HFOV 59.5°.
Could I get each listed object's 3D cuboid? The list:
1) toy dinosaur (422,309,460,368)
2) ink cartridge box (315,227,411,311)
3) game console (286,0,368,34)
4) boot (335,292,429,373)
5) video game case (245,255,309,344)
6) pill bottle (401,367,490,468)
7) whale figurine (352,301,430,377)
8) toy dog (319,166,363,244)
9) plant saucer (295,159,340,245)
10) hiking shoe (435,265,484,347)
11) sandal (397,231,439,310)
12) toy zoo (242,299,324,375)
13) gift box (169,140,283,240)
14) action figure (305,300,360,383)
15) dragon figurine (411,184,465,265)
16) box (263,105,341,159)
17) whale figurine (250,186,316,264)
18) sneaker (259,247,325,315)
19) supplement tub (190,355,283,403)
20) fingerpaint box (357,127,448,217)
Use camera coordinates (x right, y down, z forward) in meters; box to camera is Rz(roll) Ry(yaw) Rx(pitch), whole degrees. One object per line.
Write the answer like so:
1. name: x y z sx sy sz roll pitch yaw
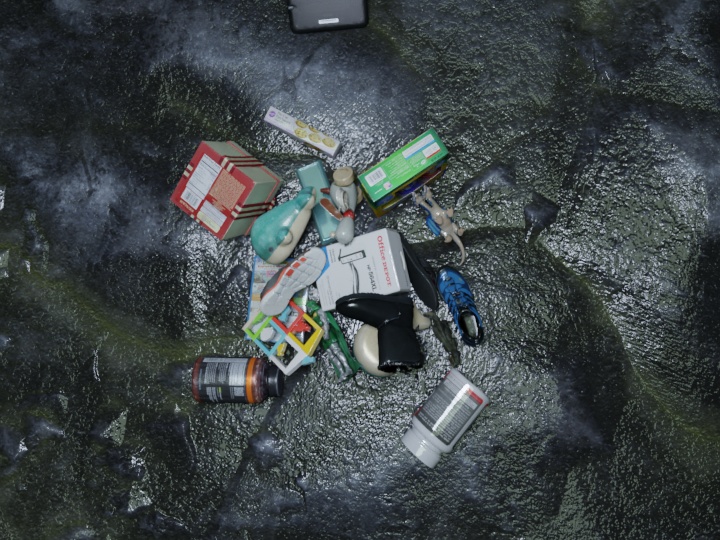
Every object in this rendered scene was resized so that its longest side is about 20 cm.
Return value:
1. toy dinosaur: 0.183 0.135 1.430 0.047 0.089 0.201 -27 125 11
2. ink cartridge box: 0.000 0.000 1.445 0.198 0.084 0.148 -17 82 22
3. game console: -0.082 -0.698 1.582 0.197 0.117 0.178 -4 114 4
4. boot: 0.046 0.137 1.361 0.195 0.073 0.165 4 63 -21
5. video game case: -0.196 0.071 1.513 0.141 0.018 0.203 5 85 5
6. pill bottle: 0.187 0.330 1.409 0.114 0.114 0.201 39 88 7
7. whale figurine: 0.069 0.159 1.457 0.200 0.104 0.159 -40 81 -25
8. toy dog: -0.056 -0.149 1.448 0.095 0.201 0.133 -8 119 16
9. plant saucer: -0.095 -0.168 1.530 0.069 0.019 0.202 -21 82 2
10. hiking shoe: 0.235 0.077 1.444 0.074 0.087 0.202 -26 83 1
11. sandal: 0.139 -0.005 1.472 0.048 0.075 0.202 -25 81 -23
12. toy zoo: -0.169 0.146 1.449 0.199 0.020 0.132 39 89 28
13. gift box: -0.315 -0.182 1.468 0.184 0.187 0.201 42 108 5
14. action figure: -0.075 0.158 1.461 0.054 0.118 0.202 -17 70 -34
15. dragon figurine: 0.193 -0.112 1.477 0.059 0.100 0.201 -38 116 0
16. box: -0.140 -0.335 1.539 0.198 0.039 0.042 29 86 7
17. whale figurine: -0.178 -0.113 1.446 0.103 0.160 0.201 31 113 -14
18. sneaker: -0.165 0.010 1.440 0.200 0.077 0.082 -43 39 9
19. supplement tub: -0.282 0.253 1.457 0.197 0.107 0.109 1 84 4
20. fingerpaint box: 0.100 -0.217 1.444 0.199 0.167 0.074 -33 81 0
